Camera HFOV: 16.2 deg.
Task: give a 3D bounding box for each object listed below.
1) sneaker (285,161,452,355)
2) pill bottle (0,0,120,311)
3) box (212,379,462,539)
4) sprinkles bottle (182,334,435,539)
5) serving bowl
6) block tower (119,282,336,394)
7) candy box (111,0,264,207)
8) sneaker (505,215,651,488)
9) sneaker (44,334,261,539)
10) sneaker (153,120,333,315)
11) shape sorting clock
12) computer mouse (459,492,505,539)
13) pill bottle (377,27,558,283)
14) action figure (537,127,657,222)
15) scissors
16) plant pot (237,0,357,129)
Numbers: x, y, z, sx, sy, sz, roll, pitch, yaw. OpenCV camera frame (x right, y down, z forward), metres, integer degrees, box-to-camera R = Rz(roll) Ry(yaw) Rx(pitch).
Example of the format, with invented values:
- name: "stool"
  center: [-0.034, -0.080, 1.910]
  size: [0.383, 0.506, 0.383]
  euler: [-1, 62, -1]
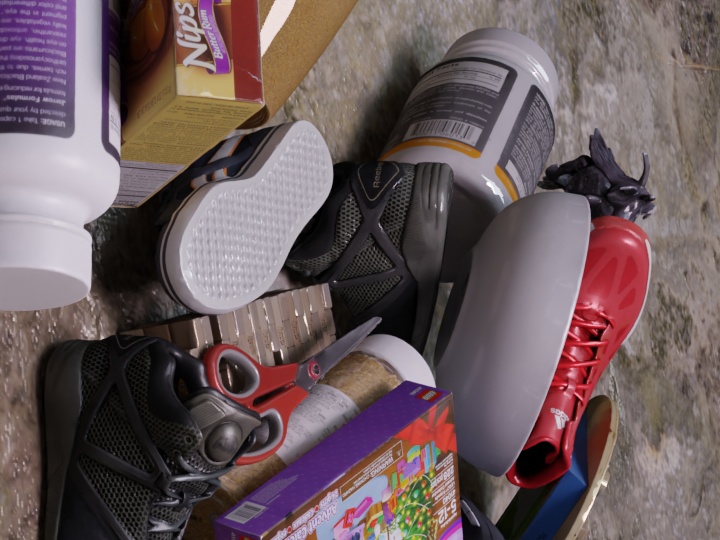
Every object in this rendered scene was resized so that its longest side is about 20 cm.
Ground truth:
- name: "sneaker"
  center: [0.000, 0.000, 1.729]
  size: [0.200, 0.114, 0.077]
  euler: [93, 8, -49]
- name: "pill bottle"
  center: [-0.183, -0.085, 1.346]
  size: [0.111, 0.111, 0.201]
  euler: [29, 55, -58]
- name: "box"
  center: [-0.008, 0.171, 1.535]
  size: [0.200, 0.039, 0.138]
  euler: [-34, 128, -46]
- name: "sprinkles bottle"
  center: [-0.033, 0.111, 1.576]
  size: [0.200, 0.068, 0.069]
  euler: [-35, 113, -45]
- name: "serving bowl"
  center: [0.093, 0.035, 1.723]
  size: [0.200, 0.065, 0.201]
  euler: [-162, -90, -85]
- name: "block tower"
  center: [-0.078, 0.047, 1.576]
  size: [0.200, 0.058, 0.054]
  euler: [-17, 97, -65]
- name: "candy box"
  center: [-0.116, -0.118, 1.409]
  size: [0.056, 0.200, 0.117]
  euler: [4, 74, -26]
- name: "sneaker"
  center: [0.153, 0.069, 1.763]
  size: [0.116, 0.078, 0.201]
  euler: [-85, -168, -62]
- name: "sneaker"
  center: [-0.115, 0.132, 1.408]
  size: [0.076, 0.114, 0.201]
  euler: [19, 66, -59]
- name: "sneaker"
  center: [-0.088, -0.026, 1.556]
  size: [0.200, 0.079, 0.079]
  euler: [-47, 120, -57]
- name: "shape sorting clock"
  center: [0.136, 0.182, 1.840]
  size: [0.039, 0.200, 0.200]
  euler: [30, 39, -3]
- name: "computer mouse"
  center: [0.070, 0.163, 1.754]
  size: [0.200, 0.046, 0.141]
  euler: [-108, -179, -72]
- name: "pill bottle"
  center: [0.081, -0.090, 1.879]
  size: [0.117, 0.116, 0.200]
  euler: [65, 30, -27]
- name: "action figure"
  center: [0.167, -0.033, 1.933]
  size: [0.102, 0.200, 0.120]
  euler: [4, 67, -46]
- name: "scissors"
  center: [-0.036, 0.072, 1.551]
  size: [0.200, 0.014, 0.074]
  euler: [-10, 84, -57]
- name: "plant pot"
  center: [-0.070, -0.196, 1.573]
  size: [0.186, 0.185, 0.201]
  euler: [42, 58, -52]
